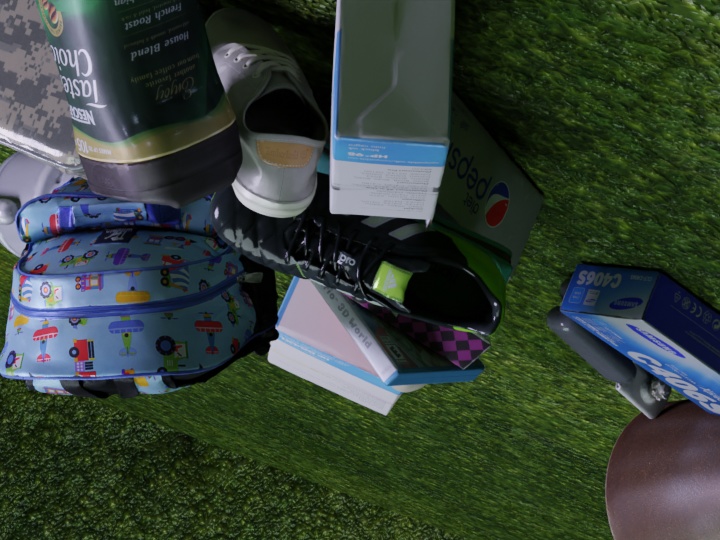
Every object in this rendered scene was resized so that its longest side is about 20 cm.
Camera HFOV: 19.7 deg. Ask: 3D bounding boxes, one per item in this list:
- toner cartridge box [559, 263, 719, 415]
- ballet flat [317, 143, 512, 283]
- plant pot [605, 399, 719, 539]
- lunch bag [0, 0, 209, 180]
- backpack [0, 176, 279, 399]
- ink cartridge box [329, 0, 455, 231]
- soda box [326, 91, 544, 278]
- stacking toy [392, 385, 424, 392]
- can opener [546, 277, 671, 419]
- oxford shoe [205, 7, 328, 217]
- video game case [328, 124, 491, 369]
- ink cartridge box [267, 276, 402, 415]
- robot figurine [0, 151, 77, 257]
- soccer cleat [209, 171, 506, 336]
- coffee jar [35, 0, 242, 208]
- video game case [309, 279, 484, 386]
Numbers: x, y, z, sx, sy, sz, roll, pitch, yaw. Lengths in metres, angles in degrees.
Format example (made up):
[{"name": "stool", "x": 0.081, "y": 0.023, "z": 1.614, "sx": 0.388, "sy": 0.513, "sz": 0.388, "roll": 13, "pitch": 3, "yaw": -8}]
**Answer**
[{"name": "toner cartridge box", "x": 0.258, "y": 0.060, "z": 1.633, "sx": 0.199, "sy": 0.043, "sz": 0.095, "roll": 33, "pitch": 164, "yaw": -34}, {"name": "ballet flat", "x": 0.009, "y": -0.024, "z": 1.364, "sx": 0.199, "sy": 0.071, "sz": 0.067, "roll": 29, "pitch": 168, "yaw": -15}, {"name": "plant pot", "x": 0.337, "y": 0.181, "z": 1.736, "sx": 0.186, "sy": 0.188, "sz": 0.200, "roll": 28, "pitch": 153, "yaw": -19}, {"name": "lunch bag", "x": -0.195, "y": -0.141, "z": 1.421, "sx": 0.199, "sy": 0.140, "sz": 0.167, "roll": 21, "pitch": -179, "yaw": 26}, {"name": "backpack", "x": -0.157, "y": 0.012, "z": 1.399, "sx": 0.181, "sy": 0.136, "sz": 0.200, "roll": -1, "pitch": -169, "yaw": 11}, {"name": "ink cartridge box", "x": 0.016, "y": -0.100, "z": 1.216, "sx": 0.066, "sy": 0.117, "sz": 0.200, "roll": 2, "pitch": 166, "yaw": -1}, {"name": "soda box", "x": 0.055, "y": -0.067, "z": 1.425, "sx": 0.063, "sy": 0.069, "sz": 0.200, "roll": 16, "pitch": 166, "yaw": 32}, {"name": "stacking toy", "x": 0.010, "y": -0.013, "z": 1.663, "sx": 0.200, "sy": 0.146, "sz": 0.146, "roll": 38, "pitch": 170, "yaw": 10}, {"name": "can opener", "x": 0.208, "y": 0.066, "z": 1.727, "sx": 0.066, "sy": 0.053, "sz": 0.200, "roll": 15, "pitch": 165, "yaw": 37}, {"name": "oxford shoe", "x": -0.059, "y": -0.113, "z": 1.305, "sx": 0.074, "sy": 0.058, "sz": 0.201, "roll": 4, "pitch": -142, "yaw": -15}, {"name": "video game case", "x": -0.002, "y": -0.037, "z": 1.497, "sx": 0.199, "sy": 0.036, "sz": 0.182, "roll": 32, "pitch": -155, "yaw": -34}, {"name": "ink cartridge box", "x": -0.002, "y": 0.037, "z": 1.816, "sx": 0.124, "sy": 0.129, "sz": 0.200, "roll": 24, "pitch": 167, "yaw": 0}, {"name": "robot figurine", "x": -0.283, "y": -0.063, "z": 1.958, "sx": 0.168, "sy": 0.114, "sz": 0.199, "roll": -2, "pitch": -177, "yaw": -31}, {"name": "soccer cleat", "x": 0.002, "y": -0.012, "z": 1.297, "sx": 0.198, "sy": 0.068, "sz": 0.081, "roll": 18, "pitch": -165, "yaw": -12}, {"name": "coffee jar", "x": -0.137, "y": -0.137, "z": 1.212, "sx": 0.104, "sy": 0.085, "sz": 0.202, "roll": 11, "pitch": 122, "yaw": 54}, {"name": "video game case", "x": 0.000, "y": 0.000, "z": 1.511, "sx": 0.201, "sy": 0.018, "sz": 0.143, "roll": 54, "pitch": -158, "yaw": 19}]
